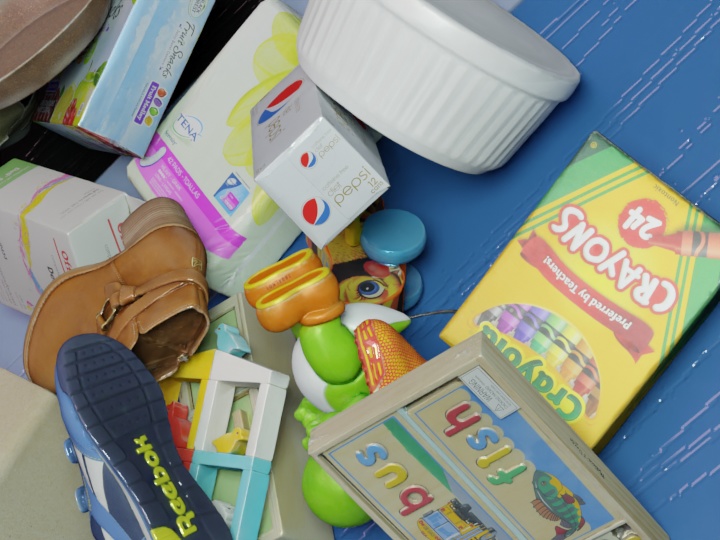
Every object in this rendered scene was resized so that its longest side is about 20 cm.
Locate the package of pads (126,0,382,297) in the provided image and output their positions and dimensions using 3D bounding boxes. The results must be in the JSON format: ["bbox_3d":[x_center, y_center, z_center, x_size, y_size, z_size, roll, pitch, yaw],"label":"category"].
[{"bbox_3d":[-0.084,-0.100,1.339,0.200,0.068,0.155,-48,50,11],"label":"package of pads"}]

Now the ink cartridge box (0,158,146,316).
[{"bbox_3d":[-0.234,-0.011,1.381,0.199,0.118,0.067,17,43,42],"label":"ink cartridge box"}]

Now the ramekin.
[{"bbox_3d":[0.046,-0.149,1.175,0.094,0.202,0.202,-58,46,17],"label":"ramekin"}]

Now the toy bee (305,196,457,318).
[{"bbox_3d":[0.000,0.000,1.185,0.200,0.108,0.132,35,139,56],"label":"toy bee"}]

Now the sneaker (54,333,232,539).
[{"bbox_3d":[-0.163,0.139,1.149,0.082,0.074,0.201,-42,69,45],"label":"sneaker"}]

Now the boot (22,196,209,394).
[{"bbox_3d":[-0.186,0.051,1.257,0.200,0.073,0.155,-52,31,19],"label":"boot"}]

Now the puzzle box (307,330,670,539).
[{"bbox_3d":[0.079,0.138,1.019,0.133,0.200,0.025,-32,26,25],"label":"puzzle box"}]

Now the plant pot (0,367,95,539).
[{"bbox_3d":[-0.284,0.179,1.307,0.199,0.200,0.177,18,71,42],"label":"plant pot"}]

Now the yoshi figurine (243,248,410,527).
[{"bbox_3d":[-0.020,0.095,1.118,0.112,0.201,0.112,-12,24,43],"label":"yoshi figurine"}]

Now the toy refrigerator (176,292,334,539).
[{"bbox_3d":[-0.083,0.124,1.237,0.076,0.070,0.201,-29,54,26],"label":"toy refrigerator"}]

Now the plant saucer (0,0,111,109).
[{"bbox_3d":[-0.276,-0.191,1.391,0.200,0.037,0.201,-28,30,18],"label":"plant saucer"}]

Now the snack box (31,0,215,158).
[{"bbox_3d":[-0.199,-0.187,1.423,0.169,0.067,0.200,-65,23,-3],"label":"snack box"}]

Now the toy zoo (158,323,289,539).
[{"bbox_3d":[-0.113,0.137,1.198,0.131,0.020,0.201,-1,73,46],"label":"toy zoo"}]

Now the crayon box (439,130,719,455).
[{"bbox_3d":[0.142,0.029,1.079,0.127,0.051,0.200,38,98,17],"label":"crayon box"}]

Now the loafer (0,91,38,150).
[{"bbox_3d":[-0.335,-0.132,1.444,0.070,0.075,0.200,-58,3,28],"label":"loafer"}]

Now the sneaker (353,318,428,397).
[{"bbox_3d":[0.061,0.097,1.060,0.077,0.200,0.073,-31,30,12],"label":"sneaker"}]

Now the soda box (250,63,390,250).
[{"bbox_3d":[-0.032,-0.086,1.159,0.064,0.068,0.200,-42,16,9],"label":"soda box"}]
